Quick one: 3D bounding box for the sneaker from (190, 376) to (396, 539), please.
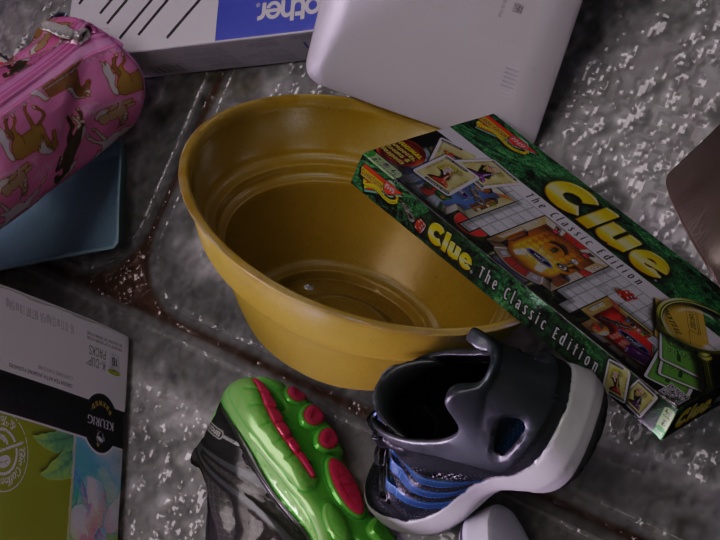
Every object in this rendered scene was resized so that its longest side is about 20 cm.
[{"bbox_3d":[-0.030,0.152,0.873,0.084,0.076,0.201,-45,54,31],"label":"sneaker"}]

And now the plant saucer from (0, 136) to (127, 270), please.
[{"bbox_3d":[-0.224,-0.030,1.061,0.198,0.019,0.071,-10,70,28],"label":"plant saucer"}]

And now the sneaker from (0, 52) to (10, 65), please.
[{"bbox_3d":[-0.292,-0.060,1.046,0.198,0.071,0.094,-24,35,8],"label":"sneaker"}]

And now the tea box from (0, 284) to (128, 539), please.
[{"bbox_3d":[-0.249,0.127,0.958,0.198,0.133,0.199,-9,71,27],"label":"tea box"}]

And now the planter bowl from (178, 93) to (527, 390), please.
[{"bbox_3d":[0.000,0.000,0.857,0.200,0.199,0.084,40,130,32],"label":"planter bowl"}]

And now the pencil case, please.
[{"bbox_3d":[-0.207,-0.065,0.946,0.082,0.087,0.200,3,36,41],"label":"pencil case"}]

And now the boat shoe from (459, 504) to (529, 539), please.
[{"bbox_3d":[0.060,0.213,0.799,0.067,0.072,0.202,-18,72,26],"label":"boat shoe"}]

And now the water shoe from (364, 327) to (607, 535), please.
[{"bbox_3d":[0.037,0.067,0.792,0.200,0.078,0.072,-35,29,60],"label":"water shoe"}]

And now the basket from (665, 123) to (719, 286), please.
[{"bbox_3d":[0.244,-0.052,0.738,0.199,0.136,0.182,-38,54,19],"label":"basket"}]

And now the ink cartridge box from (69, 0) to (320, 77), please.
[{"bbox_3d":[-0.078,-0.169,1.004,0.198,0.044,0.095,-2,76,29],"label":"ink cartridge box"}]

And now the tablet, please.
[{"bbox_3d":[0.051,-0.161,0.851,0.129,0.014,0.202,19,124,5],"label":"tablet"}]

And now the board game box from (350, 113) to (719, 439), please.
[{"bbox_3d":[0.098,-0.004,0.812,0.200,0.104,0.024,40,126,27],"label":"board game box"}]
